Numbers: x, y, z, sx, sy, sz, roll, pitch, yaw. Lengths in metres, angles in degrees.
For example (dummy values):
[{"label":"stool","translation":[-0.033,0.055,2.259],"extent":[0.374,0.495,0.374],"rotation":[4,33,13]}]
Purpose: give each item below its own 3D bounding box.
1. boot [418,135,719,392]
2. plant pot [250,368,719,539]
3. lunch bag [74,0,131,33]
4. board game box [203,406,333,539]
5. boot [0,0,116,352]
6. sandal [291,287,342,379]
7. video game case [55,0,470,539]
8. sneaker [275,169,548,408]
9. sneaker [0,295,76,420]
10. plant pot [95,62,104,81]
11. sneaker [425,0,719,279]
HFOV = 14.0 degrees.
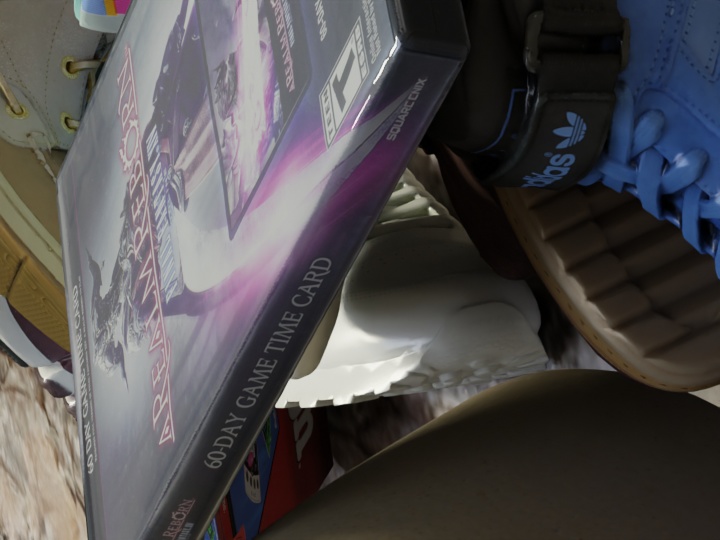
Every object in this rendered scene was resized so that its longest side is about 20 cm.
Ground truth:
[{"label":"boot","translation":[0.053,-0.035,0.750],"extent":[0.166,0.072,0.200],"rotation":[89,164,-64]},{"label":"plant pot","translation":[0.003,0.136,0.667],"extent":[0.187,0.200,0.188],"rotation":[13,110,39]},{"label":"lunch bag","translation":[-0.031,-0.166,0.786],"extent":[0.161,0.077,0.201],"rotation":[106,171,-57]},{"label":"board game box","translation":[-0.045,0.012,1.014],"extent":[0.103,0.019,0.201],"rotation":[-59,-32,-53]},{"label":"boot","translation":[-0.093,-0.079,1.017],"extent":[0.200,0.154,0.072],"rotation":[52,160,11]},{"label":"sandal","translation":[-0.021,-0.040,0.846],"extent":[0.203,0.050,0.083],"rotation":[-82,1,-55]},{"label":"video game case","translation":[-0.030,-0.033,0.667],"extent":[0.200,0.019,0.143],"rotation":[120,150,-43]},{"label":"sneaker","translation":[0.000,0.000,0.912],"extent":[0.200,0.076,0.081],"rotation":[-177,85,-70]},{"label":"sneaker","translation":[-0.056,0.020,1.098],"extent":[0.200,0.115,0.076],"rotation":[46,-171,-37]},{"label":"plant pot","translation":[-0.145,-0.092,1.138],"extent":[0.134,0.200,0.201],"rotation":[25,131,34]},{"label":"sneaker","translation":[0.069,-0.020,0.609],"extent":[0.077,0.111,0.201],"rotation":[128,127,-68]}]
